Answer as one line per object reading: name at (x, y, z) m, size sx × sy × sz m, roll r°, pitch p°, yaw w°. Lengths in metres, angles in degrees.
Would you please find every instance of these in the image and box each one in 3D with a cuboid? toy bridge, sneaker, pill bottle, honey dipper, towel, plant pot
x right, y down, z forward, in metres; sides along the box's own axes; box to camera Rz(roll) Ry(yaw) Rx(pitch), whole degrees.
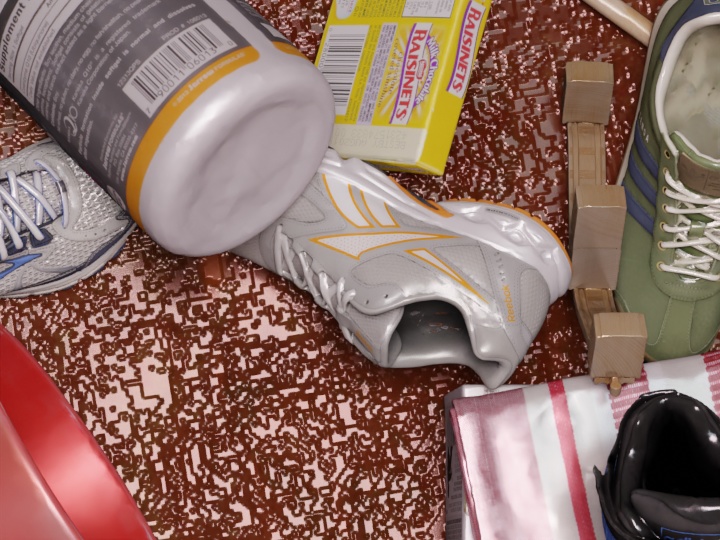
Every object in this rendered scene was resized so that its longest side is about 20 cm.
toy bridge at (0.120, -0.014, 1.320) m, size 0.027 × 0.067 × 0.201 m, roll 0°, pitch 48°, yaw -2°
sneaker at (0.168, -0.047, 1.329) m, size 0.067 × 0.090 × 0.201 m, roll 6°, pitch 93°, yaw -3°
pill bottle at (-0.114, -0.108, 1.291) m, size 0.116 × 0.116 × 0.200 m, roll -42°, pitch 61°, yaw -8°
honey dipper at (0.134, -0.137, 1.383) m, size 0.200 × 0.038 × 0.038 m, roll 37°, pitch 82°, yaw -3°
sneaker at (0.000, 0.000, 1.304) m, size 0.199 × 0.076 × 0.092 m, roll 14°, pitch 53°, yaw 16°
towel at (0.153, 0.116, 1.275) m, size 0.199 × 0.023 × 0.145 m, roll -10°, pitch 81°, yaw -6°
sneaker at (0.150, 0.150, 1.172) m, size 0.076 × 0.111 × 0.201 m, roll -6°, pitch 60°, yaw 0°
sneaker at (-0.194, -0.017, 1.316) m, size 0.199 × 0.085 × 0.077 m, roll -25°, pitch 85°, yaw -8°
plant pot at (-0.205, 0.146, 1.254) m, size 0.177 × 0.200 × 0.201 m, roll -34°, pitch 86°, yaw 3°

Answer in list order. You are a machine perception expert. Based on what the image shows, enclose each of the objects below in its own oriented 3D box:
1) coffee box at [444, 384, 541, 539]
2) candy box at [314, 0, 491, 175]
coffee box at (0.101, 0.161, 1.317) m, size 0.112 × 0.080 × 0.201 m, roll 0°, pitch 83°, yaw -5°
candy box at (0.029, -0.149, 1.347) m, size 0.026 × 0.102 × 0.201 m, roll 23°, pitch 80°, yaw -42°
